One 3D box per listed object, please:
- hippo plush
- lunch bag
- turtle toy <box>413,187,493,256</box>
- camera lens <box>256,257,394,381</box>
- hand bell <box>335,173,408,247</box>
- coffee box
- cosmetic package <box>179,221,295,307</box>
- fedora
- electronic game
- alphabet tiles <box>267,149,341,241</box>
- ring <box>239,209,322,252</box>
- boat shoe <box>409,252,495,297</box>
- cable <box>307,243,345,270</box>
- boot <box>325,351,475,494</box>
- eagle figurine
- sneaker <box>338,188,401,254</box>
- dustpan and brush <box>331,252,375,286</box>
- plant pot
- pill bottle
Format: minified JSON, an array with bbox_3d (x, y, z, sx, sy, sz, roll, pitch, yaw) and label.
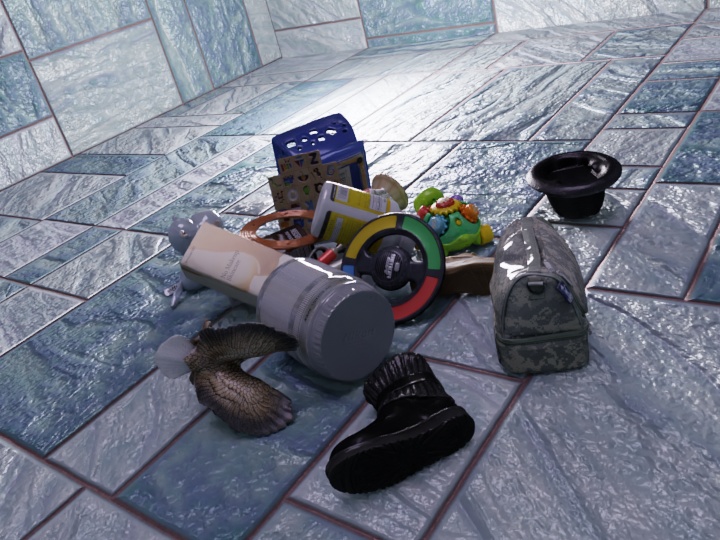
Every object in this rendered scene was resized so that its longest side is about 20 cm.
[{"bbox_3d":[-0.362,-0.053,1.446,0.199,0.162,0.159,-24,29,-16],"label":"hippo plush"},{"bbox_3d":[0.257,0.030,0.970,0.138,0.169,0.201,-8,29,14],"label":"lunch bag"},{"bbox_3d":[0.167,-0.102,1.330,0.145,0.102,0.200,-21,28,-10],"label":"turtle toy"},{"bbox_3d":[-0.062,0.074,1.062,0.159,0.161,0.199,-31,32,-27],"label":"camera lens"},{"bbox_3d":[0.010,-0.115,1.478,0.104,0.105,0.200,14,52,43],"label":"hand bell"},{"bbox_3d":[-0.195,-0.013,1.376,0.199,0.080,0.113,-22,28,-12],"label":"coffee box"},{"bbox_3d":[-0.230,-0.004,1.261,0.198,0.071,0.106,20,67,6],"label":"cosmetic package"},{"bbox_3d":[0.426,-0.163,1.318,0.199,0.092,0.201,-12,28,6],"label":"fedora"},{"bbox_3d":[0.054,-0.004,1.157,0.198,0.202,0.042,-7,-16,25],"label":"electronic game"},{"bbox_3d":[-0.117,-0.161,1.483,0.165,0.202,0.006,-11,9,13],"label":"alphabet tiles"},{"bbox_3d":[-0.150,-0.081,1.360,0.198,0.019,0.201,-3,26,2],"label":"ring"},{"bbox_3d":[0.186,0.000,1.164,0.198,0.074,0.069,-5,35,21],"label":"boat shoe"},{"bbox_3d":[-0.096,0.021,1.204,0.199,0.097,0.050,-34,-7,-24],"label":"cable"},{"bbox_3d":[0.029,0.196,0.875,0.209,0.080,0.158,-14,33,-21],"label":"boot"},{"bbox_3d":[-0.192,0.141,1.001,0.199,0.152,0.151,18,61,44],"label":"eagle figurine"},{"bbox_3d":[0.001,-0.103,1.391,0.201,0.108,0.067,-30,-1,-34],"label":"sneaker"},{"bbox_3d":[0.000,0.000,1.295,0.199,0.058,0.139,-33,43,-17],"label":"dustpan and brush"},{"bbox_3d":[-0.082,-0.237,1.599,0.199,0.201,0.180,-23,40,-16],"label":"plant pot"},{"bbox_3d":[0.011,-0.094,1.283,0.198,0.112,0.112,16,27,-8],"label":"pill bottle"}]
